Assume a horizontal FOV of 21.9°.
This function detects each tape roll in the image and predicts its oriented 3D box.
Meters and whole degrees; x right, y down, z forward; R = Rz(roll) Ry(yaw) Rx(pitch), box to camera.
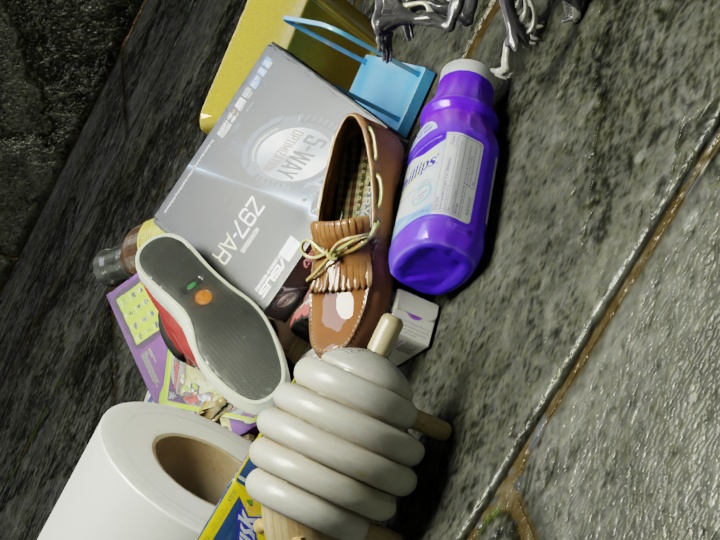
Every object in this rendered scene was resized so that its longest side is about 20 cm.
[{"bbox_3d":[-0.155,0.222,1.545,0.140,0.202,0.203,-60,18,18],"label":"tape roll"}]

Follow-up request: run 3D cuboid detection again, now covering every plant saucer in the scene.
[{"bbox_3d":[-0.057,-0.197,1.900,0.048,0.200,0.201,19,83,36],"label":"plant saucer"}]

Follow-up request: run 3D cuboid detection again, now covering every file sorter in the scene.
[{"bbox_3d":[-0.046,-0.129,1.782,0.201,0.122,0.139,-66,26,1],"label":"file sorter"}]

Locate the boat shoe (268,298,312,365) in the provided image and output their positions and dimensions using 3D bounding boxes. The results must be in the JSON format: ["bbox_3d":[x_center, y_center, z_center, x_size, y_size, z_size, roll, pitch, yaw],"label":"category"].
[{"bbox_3d":[-0.077,0.034,1.784,0.074,0.066,0.200,-63,17,10],"label":"boat shoe"}]

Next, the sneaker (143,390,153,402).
[{"bbox_3d":[-0.168,0.189,1.854,0.115,0.080,0.200,-44,34,41],"label":"sneaker"}]

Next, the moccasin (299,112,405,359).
[{"bbox_3d":[-0.009,-0.027,1.478,0.073,0.078,0.203,3,72,33],"label":"moccasin"}]

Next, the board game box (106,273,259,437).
[{"bbox_3d":[-0.155,0.077,1.771,0.120,0.032,0.201,-35,68,22],"label":"board game box"}]

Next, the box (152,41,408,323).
[{"bbox_3d":[-0.074,-0.080,1.671,0.160,0.043,0.201,39,98,31],"label":"box"}]

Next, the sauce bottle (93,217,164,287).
[{"bbox_3d":[-0.199,-0.025,1.893,0.199,0.065,0.065,-16,49,42],"label":"sauce bottle"}]

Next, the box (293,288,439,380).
[{"bbox_3d":[0.001,0.068,1.556,0.200,0.041,0.039,-38,32,58],"label":"box"}]

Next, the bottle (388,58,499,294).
[{"bbox_3d":[0.072,-0.081,1.496,0.084,0.065,0.201,-43,29,51],"label":"bottle"}]

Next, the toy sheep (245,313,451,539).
[{"bbox_3d":[-0.013,0.127,1.350,0.201,0.137,0.138,-69,18,-7],"label":"toy sheep"}]

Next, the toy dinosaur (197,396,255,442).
[{"bbox_3d":[-0.151,0.207,1.718,0.201,0.101,0.058,-63,18,8],"label":"toy dinosaur"}]

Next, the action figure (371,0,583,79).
[{"bbox_3d":[0.116,-0.212,1.488,0.199,0.103,0.119,-7,17,26],"label":"action figure"}]

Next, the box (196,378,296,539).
[{"bbox_3d":[-0.064,0.164,1.488,0.070,0.064,0.200,-58,1,23],"label":"box"}]

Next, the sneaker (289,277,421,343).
[{"bbox_3d":[0.000,0.000,1.596,0.200,0.073,0.087,-36,32,58],"label":"sneaker"}]

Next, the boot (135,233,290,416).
[{"bbox_3d":[-0.124,0.074,1.667,0.072,0.200,0.145,-32,-30,-16],"label":"boot"}]
